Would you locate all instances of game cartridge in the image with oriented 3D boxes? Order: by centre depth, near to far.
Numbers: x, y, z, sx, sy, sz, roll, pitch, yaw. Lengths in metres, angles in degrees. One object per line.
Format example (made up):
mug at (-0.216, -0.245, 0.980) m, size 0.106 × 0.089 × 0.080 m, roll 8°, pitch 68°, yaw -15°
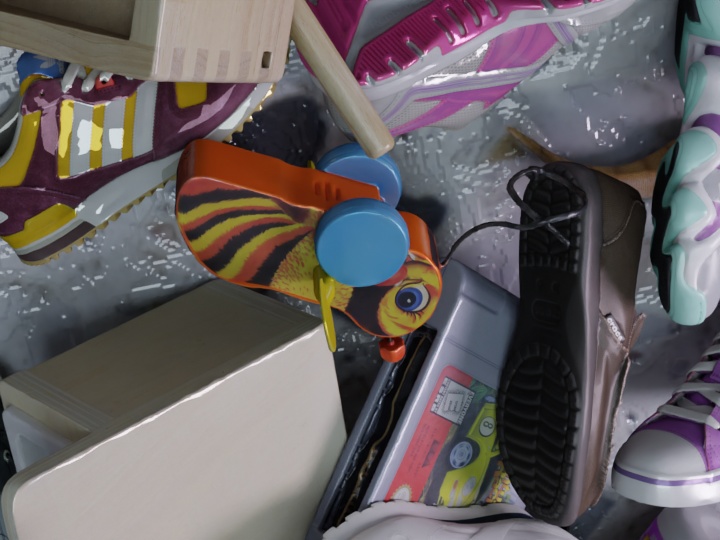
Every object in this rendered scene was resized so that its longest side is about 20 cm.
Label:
game cartridge at (0.048, 0.106, 0.920) m, size 0.133 × 0.041 × 0.201 m, roll 28°, pitch 84°, yaw -49°

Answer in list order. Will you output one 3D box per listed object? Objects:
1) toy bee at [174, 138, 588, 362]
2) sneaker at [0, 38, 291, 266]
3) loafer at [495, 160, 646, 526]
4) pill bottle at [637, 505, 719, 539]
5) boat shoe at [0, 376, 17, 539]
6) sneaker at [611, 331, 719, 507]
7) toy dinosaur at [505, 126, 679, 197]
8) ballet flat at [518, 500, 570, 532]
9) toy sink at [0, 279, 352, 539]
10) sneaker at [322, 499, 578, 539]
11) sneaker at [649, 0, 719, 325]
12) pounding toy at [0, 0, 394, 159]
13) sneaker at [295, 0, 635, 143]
toy bee at (0.000, 0.000, 0.835) m, size 0.198 × 0.131 × 0.109 m, roll 18°, pitch 125°, yaw 9°
sneaker at (-0.127, -0.089, 0.847) m, size 0.199 × 0.075 × 0.090 m, roll -38°, pitch 118°, yaw 8°
loafer at (0.125, 0.042, 0.887) m, size 0.070 × 0.073 × 0.202 m, roll -4°, pitch 107°, yaw -32°
pill bottle at (0.174, 0.247, 1.016) m, size 0.104 × 0.104 × 0.201 m, roll 30°, pitch 106°, yaw -18°
boat shoe at (-0.221, 0.126, 0.903) m, size 0.074 × 0.066 × 0.201 m, roll -12°, pitch 93°, yaw 8°
sneaker at (0.209, 0.052, 0.926) m, size 0.200 × 0.072 × 0.115 m, roll -24°, pitch 116°, yaw -39°
toy dinosaur at (0.188, -0.055, 0.923) m, size 0.198 × 0.060 × 0.107 m, roll -18°, pitch 85°, yaw -3°
ballet flat at (0.114, 0.196, 0.981) m, size 0.056 × 0.066 × 0.202 m, roll 5°, pitch 88°, yaw 28°
toy sink at (-0.115, 0.109, 0.873) m, size 0.199 × 0.112 × 0.131 m, roll -28°, pitch 120°, yaw -33°
sneaker at (0.051, 0.167, 0.863) m, size 0.199 × 0.080 × 0.077 m, roll -6°, pitch 110°, yaw -41°
sneaker at (0.229, -0.064, 0.855) m, size 0.139 × 0.078 × 0.202 m, roll 9°, pitch 84°, yaw 1°
pounding toy at (-0.087, -0.159, 0.752) m, size 0.199 × 0.142 × 0.186 m, roll 16°, pitch 103°, yaw 29°
sneaker at (0.058, -0.127, 0.858) m, size 0.199 × 0.082 × 0.088 m, roll -21°, pitch 153°, yaw -12°
